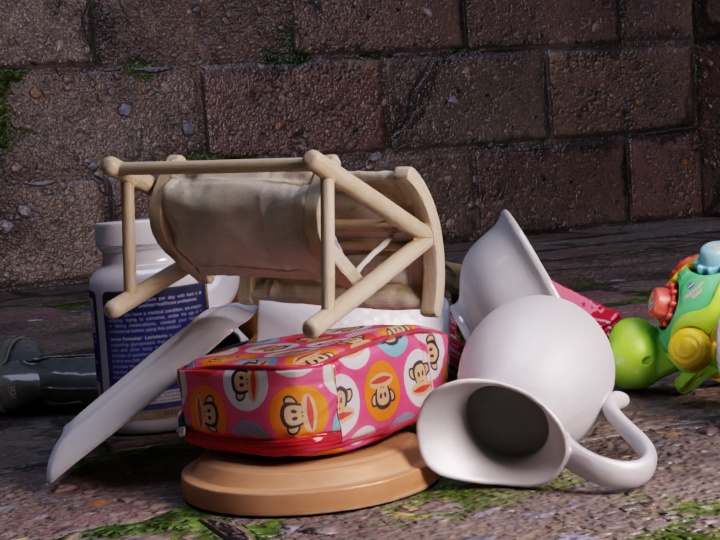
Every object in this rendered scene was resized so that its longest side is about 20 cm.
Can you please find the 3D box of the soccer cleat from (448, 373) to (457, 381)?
[{"bbox_3d":[0.113,0.096,1.410,0.199,0.067,0.077,3,39,-8],"label":"soccer cleat"}]

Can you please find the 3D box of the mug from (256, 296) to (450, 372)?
[{"bbox_3d":[-0.007,0.083,1.234,0.174,0.148,0.200,2,35,-1],"label":"mug"}]

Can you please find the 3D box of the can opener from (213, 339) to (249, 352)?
[{"bbox_3d":[-0.100,0.100,1.522,0.199,0.067,0.053,-13,0,4],"label":"can opener"}]

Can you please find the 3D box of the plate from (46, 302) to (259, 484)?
[{"bbox_3d":[-0.178,0.092,1.151,0.200,0.032,0.200,-39,1,3],"label":"plate"}]

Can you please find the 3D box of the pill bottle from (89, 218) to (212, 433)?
[{"bbox_3d":[-0.203,0.050,1.307,0.115,0.201,0.116,-4,5,0],"label":"pill bottle"}]

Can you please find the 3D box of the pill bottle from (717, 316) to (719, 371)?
[{"bbox_3d":[0.398,0.061,1.077,0.199,0.114,0.113,-1,6,37],"label":"pill bottle"}]

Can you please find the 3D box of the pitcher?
[{"bbox_3d":[0.150,0.100,1.029,0.171,0.122,0.200,18,22,15],"label":"pitcher"}]

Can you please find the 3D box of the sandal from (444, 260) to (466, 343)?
[{"bbox_3d":[0.105,0.036,1.337,0.211,0.070,0.078,24,20,-28],"label":"sandal"}]

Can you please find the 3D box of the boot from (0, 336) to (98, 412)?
[{"bbox_3d":[-0.299,0.109,1.476,0.199,0.073,0.182,-10,18,1],"label":"boot"}]

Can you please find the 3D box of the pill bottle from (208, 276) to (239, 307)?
[{"bbox_3d":[-0.220,0.043,1.519,0.113,0.114,0.200,-7,-24,-31],"label":"pill bottle"}]

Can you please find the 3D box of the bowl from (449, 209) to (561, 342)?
[{"bbox_3d":[0.142,0.053,1.217,0.090,0.202,0.201,-28,4,4],"label":"bowl"}]

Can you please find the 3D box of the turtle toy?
[{"bbox_3d":[0.317,0.047,1.266,0.200,0.101,0.146,-44,-29,15],"label":"turtle toy"}]

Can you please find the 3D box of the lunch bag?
[{"bbox_3d":[-0.044,0.088,1.053,0.175,0.082,0.199,-1,6,41],"label":"lunch bag"}]

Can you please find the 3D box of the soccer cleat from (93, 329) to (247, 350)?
[{"bbox_3d":[-0.235,0.090,1.683,0.199,0.069,0.085,0,0,-4],"label":"soccer cleat"}]

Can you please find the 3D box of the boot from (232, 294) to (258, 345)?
[{"bbox_3d":[-0.098,0.075,1.411,0.201,0.071,0.144,27,21,28],"label":"boot"}]

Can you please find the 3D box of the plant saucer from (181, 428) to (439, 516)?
[{"bbox_3d":[-0.038,0.147,1.030,0.199,0.033,0.200,-4,4,0],"label":"plant saucer"}]

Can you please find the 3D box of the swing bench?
[{"bbox_3d":[-0.064,-0.025,1.051,0.198,0.131,0.200,2,4,30],"label":"swing bench"}]

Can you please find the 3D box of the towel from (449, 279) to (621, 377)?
[{"bbox_3d":[0.158,0.060,1.387,0.199,0.023,0.144,-25,40,-37],"label":"towel"}]
